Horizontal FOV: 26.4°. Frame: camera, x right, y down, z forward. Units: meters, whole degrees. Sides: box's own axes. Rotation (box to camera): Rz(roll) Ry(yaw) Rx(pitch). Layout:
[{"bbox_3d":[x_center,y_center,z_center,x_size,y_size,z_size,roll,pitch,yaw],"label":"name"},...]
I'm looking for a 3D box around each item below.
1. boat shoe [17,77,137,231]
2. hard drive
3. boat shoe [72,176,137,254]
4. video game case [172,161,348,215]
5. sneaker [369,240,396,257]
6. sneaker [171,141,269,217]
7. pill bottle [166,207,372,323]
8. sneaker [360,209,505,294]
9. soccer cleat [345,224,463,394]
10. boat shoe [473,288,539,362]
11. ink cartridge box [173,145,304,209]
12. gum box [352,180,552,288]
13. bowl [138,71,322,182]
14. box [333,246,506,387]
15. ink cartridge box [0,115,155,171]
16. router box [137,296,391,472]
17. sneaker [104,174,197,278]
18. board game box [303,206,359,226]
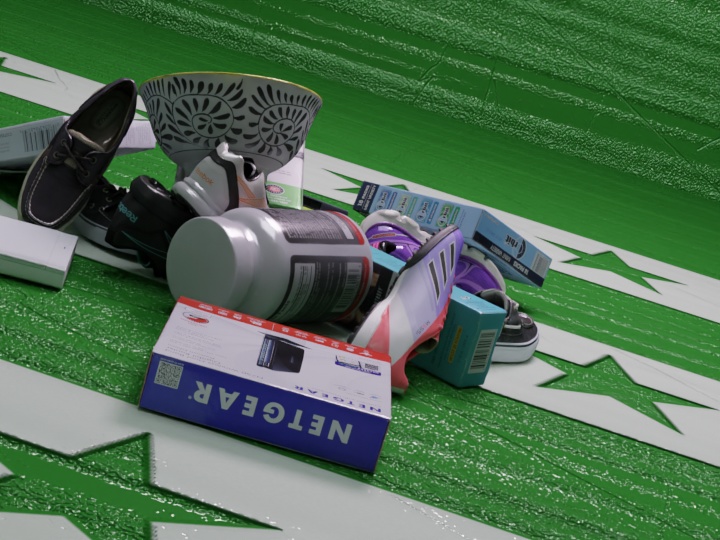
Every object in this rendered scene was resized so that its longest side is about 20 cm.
[{"bbox_3d":[-0.297,-0.126,1.629,0.072,0.200,0.065,34,-26,-5],"label":"boat shoe"},{"bbox_3d":[-0.379,-0.033,1.489,0.199,0.026,0.132,15,13,-9],"label":"hard drive"},{"bbox_3d":[-0.282,-0.070,1.690,0.068,0.057,0.200,6,16,-39],"label":"boat shoe"},{"bbox_3d":[-0.130,-0.110,2.014,0.143,0.019,0.200,19,0,43],"label":"video game case"},{"bbox_3d":[0.000,0.000,1.691,0.199,0.084,0.077,17,12,1],"label":"sneaker"},{"bbox_3d":[-0.119,-0.069,1.597,0.074,0.080,0.200,40,0,22],"label":"sneaker"},{"bbox_3d":[-0.089,-0.004,1.527,0.116,0.116,0.200,26,16,36],"label":"pill bottle"},{"bbox_3d":[0.080,0.006,1.838,0.199,0.084,0.081,24,-34,-18],"label":"sneaker"},{"bbox_3d":[0.057,0.037,1.488,0.073,0.068,0.200,34,55,7],"label":"soccer cleat"},{"bbox_3d":[0.145,0.056,1.664,0.072,0.071,0.200,23,14,28],"label":"boat shoe"},{"bbox_3d":[-0.142,-0.105,1.787,0.145,0.084,0.200,10,35,-7],"label":"ink cartridge box"},{"bbox_3d":[0.116,-0.046,1.937,0.199,0.045,0.170,15,-11,42],"label":"gum box"},{"bbox_3d":[-0.142,-0.143,1.655,0.200,0.095,0.201,2,-8,0],"label":"bowl"},{"bbox_3d":[0.049,0.043,1.580,0.200,0.083,0.049,26,15,35],"label":"box"},{"bbox_3d":[-0.344,-0.146,1.799,0.199,0.041,0.200,-6,0,35],"label":"ink cartridge box"},{"bbox_3d":[-0.074,0.092,1.294,0.199,0.049,0.180,16,13,-4],"label":"router box"},{"bbox_3d":[-0.189,-0.029,1.605,0.075,0.079,0.200,41,4,41],"label":"sneaker"},{"bbox_3d":[-0.092,-0.051,1.872,0.199,0.048,0.102,19,14,12],"label":"board game box"}]
